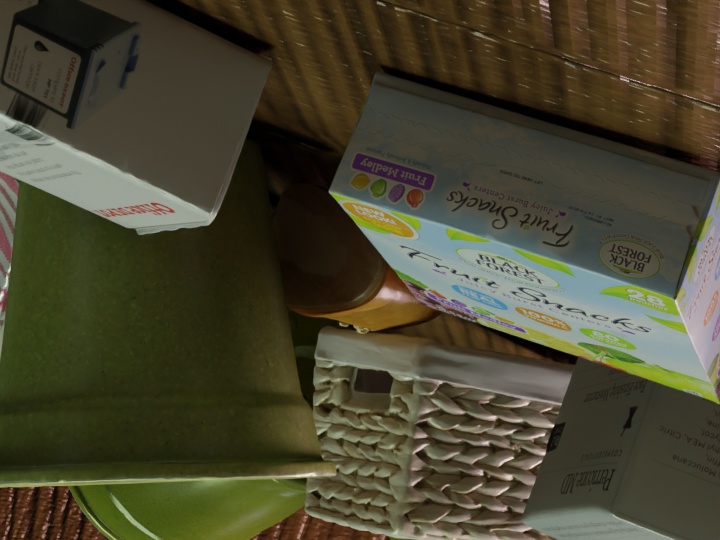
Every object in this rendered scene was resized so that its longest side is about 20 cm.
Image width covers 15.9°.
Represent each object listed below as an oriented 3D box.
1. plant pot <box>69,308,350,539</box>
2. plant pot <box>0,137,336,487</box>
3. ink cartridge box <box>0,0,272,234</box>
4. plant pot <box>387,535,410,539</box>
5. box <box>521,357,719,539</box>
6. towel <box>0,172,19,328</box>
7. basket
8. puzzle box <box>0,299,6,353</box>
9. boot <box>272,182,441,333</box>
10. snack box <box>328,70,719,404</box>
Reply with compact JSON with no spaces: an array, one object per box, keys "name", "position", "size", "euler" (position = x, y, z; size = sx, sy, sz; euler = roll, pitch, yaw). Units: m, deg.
[{"name":"plant pot","position":[-0.087,0.104,1.865],"size":[0.200,0.201,0.193],"euler":[26,157,-29]},{"name":"plant pot","position":[-0.115,0.022,1.391],"size":[0.199,0.185,0.200],"euler":[-2,174,0]},{"name":"ink cartridge box","position":[-0.162,-0.096,1.215],"size":[0.199,0.086,0.146],"euler":[23,170,-19]},{"name":"plant pot","position":[0.109,0.170,1.864],"size":[0.192,0.201,0.200],"euler":[28,175,29]},{"name":"box","position":[0.221,0.115,1.446],"size":[0.199,0.131,0.199],"euler":[22,170,-8]},{"name":"towel","position":[-0.267,-0.030,1.556],"size":[0.146,0.030,0.200],"euler":[36,134,7]},{"name":"basket","position":[0.077,0.112,1.629],"size":[0.199,0.124,0.135],"euler":[10,177,-30]},{"name":"puzzle box","position":[-0.274,-0.014,1.610],"size":[0.133,0.025,0.200],"euler":[-29,104,43]},{"name":"boot","position":[0.000,0.001,1.501],"size":[0.144,0.071,0.201],"euler":[20,176,-35]},{"name":"snack box","position":[0.092,-0.012,1.212],"size":[0.168,0.068,0.200],"euler":[18,168,19]}]
